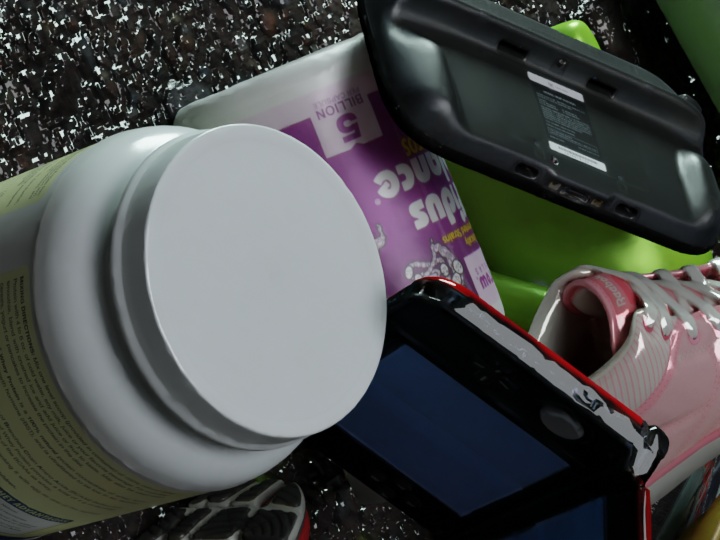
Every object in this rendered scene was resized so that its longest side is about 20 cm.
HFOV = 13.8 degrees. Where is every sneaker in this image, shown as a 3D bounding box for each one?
[{"bbox_3d":[-0.070,0.180,1.280,0.085,0.077,0.200,59,43,-41],"label":"sneaker"},{"bbox_3d":[0.153,0.025,1.368,0.200,0.075,0.105,-38,131,-14],"label":"sneaker"}]

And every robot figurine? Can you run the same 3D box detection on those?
[{"bbox_3d":[0.108,-0.017,1.464,0.175,0.116,0.200,-31,100,-56],"label":"robot figurine"}]

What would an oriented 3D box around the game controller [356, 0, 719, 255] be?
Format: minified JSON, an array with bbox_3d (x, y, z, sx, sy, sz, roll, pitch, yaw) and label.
[{"bbox_3d":[0.084,-0.070,1.343,0.200,0.042,0.105,20,49,-33],"label":"game controller"}]

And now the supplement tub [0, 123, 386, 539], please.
[{"bbox_3d":[-0.101,0.025,1.191,0.145,0.200,0.145,15,68,-40],"label":"supplement tub"}]

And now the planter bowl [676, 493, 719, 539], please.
[{"bbox_3d":[0.196,0.168,1.398,0.200,0.083,0.201,-1,91,-39],"label":"planter bowl"}]

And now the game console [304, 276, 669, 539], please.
[{"bbox_3d":[0.034,0.114,1.215,0.172,0.200,0.119,36,65,-9],"label":"game console"}]

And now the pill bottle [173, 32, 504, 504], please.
[{"bbox_3d":[0.000,0.000,1.359,0.112,0.112,0.200,-27,97,-45],"label":"pill bottle"}]

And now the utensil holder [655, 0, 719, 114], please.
[{"bbox_3d":[0.241,-0.169,1.604,0.170,0.170,0.200,-41,105,-43],"label":"utensil holder"}]

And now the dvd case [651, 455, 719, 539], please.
[{"bbox_3d":[0.155,0.122,1.469,0.022,0.146,0.200,21,49,14],"label":"dvd case"}]
